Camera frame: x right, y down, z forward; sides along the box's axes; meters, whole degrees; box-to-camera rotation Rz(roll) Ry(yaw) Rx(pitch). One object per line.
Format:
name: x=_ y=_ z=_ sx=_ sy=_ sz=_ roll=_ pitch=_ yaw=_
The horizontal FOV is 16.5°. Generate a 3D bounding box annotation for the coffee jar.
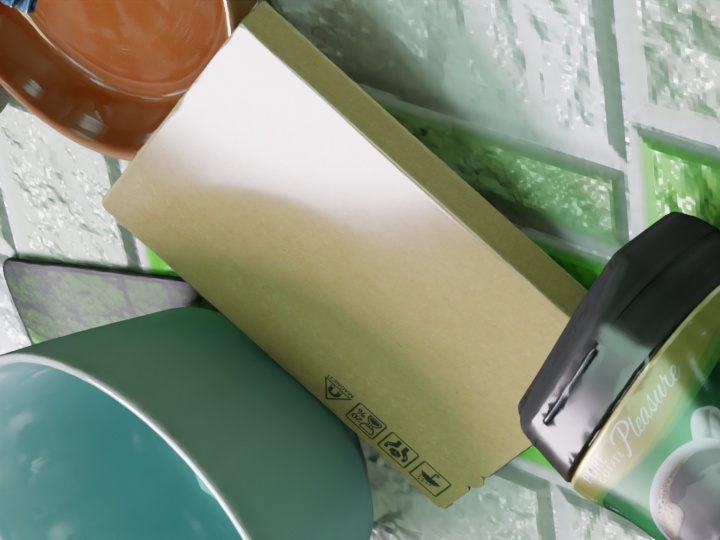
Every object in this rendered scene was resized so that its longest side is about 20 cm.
coffee jar: x=0.153 y=0.075 z=0.868 sx=0.200 sy=0.085 sz=0.104 roll=41 pitch=130 yaw=14

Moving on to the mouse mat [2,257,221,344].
mouse mat: x=-0.088 y=0.069 z=1.200 sx=0.200 sy=0.008 sz=0.161 roll=7 pitch=125 yaw=46

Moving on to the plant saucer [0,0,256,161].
plant saucer: x=-0.117 y=-0.139 z=1.031 sx=0.200 sy=0.032 sz=0.201 roll=29 pitch=139 yaw=29

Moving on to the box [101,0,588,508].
box: x=0.000 y=0.000 z=1.002 sx=0.200 sy=0.021 sz=0.163 roll=42 pitch=145 yaw=-3

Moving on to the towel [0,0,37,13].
towel: x=-0.137 y=-0.207 z=0.935 sx=0.112 sy=0.048 sz=0.200 roll=37 pitch=123 yaw=25

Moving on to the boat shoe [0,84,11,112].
boat shoe: x=-0.236 y=-0.143 z=1.123 sx=0.073 sy=0.074 sz=0.200 roll=-19 pitch=104 yaw=53

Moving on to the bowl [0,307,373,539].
bowl: x=-0.072 y=0.095 z=1.109 sx=0.201 sy=0.105 sz=0.201 roll=29 pitch=140 yaw=28
